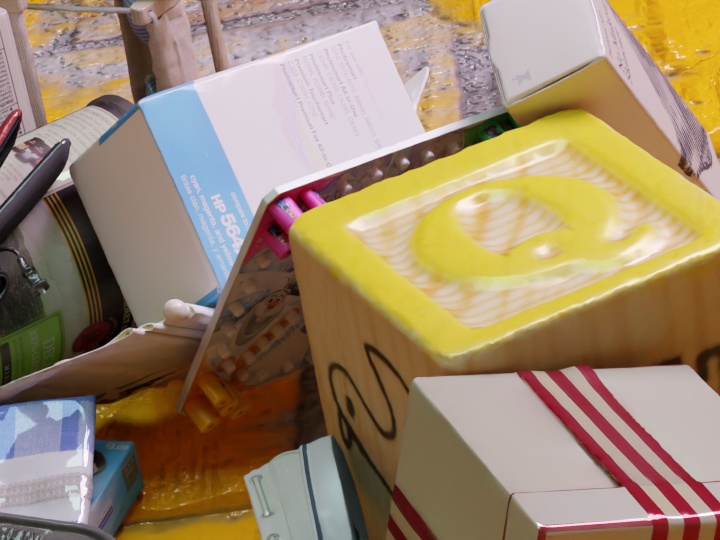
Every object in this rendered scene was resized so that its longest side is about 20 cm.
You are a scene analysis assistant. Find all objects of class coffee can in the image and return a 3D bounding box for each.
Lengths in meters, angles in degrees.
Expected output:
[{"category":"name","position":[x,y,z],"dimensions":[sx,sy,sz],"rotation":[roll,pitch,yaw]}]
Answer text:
[{"category":"coffee can","position":[-0.216,-0.006,1.833],"dimensions":[0.200,0.147,0.146],"rotation":[-26,34,-25]}]

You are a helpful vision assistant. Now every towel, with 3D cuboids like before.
[{"category":"towel","position":[-0.222,0.156,1.617],"dimensions":[0.146,0.024,0.201],"rotation":[-8,48,11]}]

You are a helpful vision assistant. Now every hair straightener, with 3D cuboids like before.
[{"category":"hair straightener","position":[-0.221,-0.005,1.719],"dimensions":[0.077,0.041,0.200],"rotation":[28,56,2]}]

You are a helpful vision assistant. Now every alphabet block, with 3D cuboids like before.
[{"category":"alphabet block","position":[0.097,0.058,1.571],"dimensions":[0.196,0.201,0.195],"rotation":[-23,32,-20]}]

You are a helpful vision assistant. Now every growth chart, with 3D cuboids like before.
[{"category":"growth chart","position":[-0.151,0.059,1.716],"dimensions":[0.199,0.018,0.145],"rotation":[-21,-15,18]}]

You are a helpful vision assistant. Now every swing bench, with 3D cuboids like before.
[{"category":"swing bench","position":[-0.171,-0.129,1.975],"dimensions":[0.199,0.200,0.130],"rotation":[-7,30,6]}]

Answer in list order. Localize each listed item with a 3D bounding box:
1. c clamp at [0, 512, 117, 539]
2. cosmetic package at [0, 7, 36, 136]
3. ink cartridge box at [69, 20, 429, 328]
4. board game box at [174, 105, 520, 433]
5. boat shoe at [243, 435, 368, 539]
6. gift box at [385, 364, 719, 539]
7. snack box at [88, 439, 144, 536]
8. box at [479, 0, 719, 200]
[{"category":"c clamp","position":[-0.208,0.193,1.543],"dimensions":[0.199,0.027,0.171],"rotation":[10,51,22]},{"category":"cosmetic package","position":[-0.273,-0.075,1.915],"dimensions":[0.103,0.201,0.087],"rotation":[-26,32,-28]},{"category":"ink cartridge box","position":[-0.049,-0.056,1.761],"dimensions":[0.199,0.126,0.129],"rotation":[-21,-7,-29]},{"category":"board game box","position":[0.000,0.000,1.696],"dimensions":[0.200,0.200,0.026],"rotation":[-21,61,-36]},{"category":"boat shoe","position":[-0.037,0.173,1.529],"dimensions":[0.086,0.075,0.202],"rotation":[-19,43,7]},{"category":"gift box","position":[0.123,0.169,1.401],"dimensions":[0.184,0.201,0.187],"rotation":[-6,25,-20]},{"category":"snack box","position":[-0.240,0.141,1.696],"dimensions":[0.199,0.037,0.116],"rotation":[2,34,21]},{"category":"box","position":[0.147,-0.088,1.703],"dimensions":[0.068,0.200,0.082],"rotation":[-25,53,17]}]
